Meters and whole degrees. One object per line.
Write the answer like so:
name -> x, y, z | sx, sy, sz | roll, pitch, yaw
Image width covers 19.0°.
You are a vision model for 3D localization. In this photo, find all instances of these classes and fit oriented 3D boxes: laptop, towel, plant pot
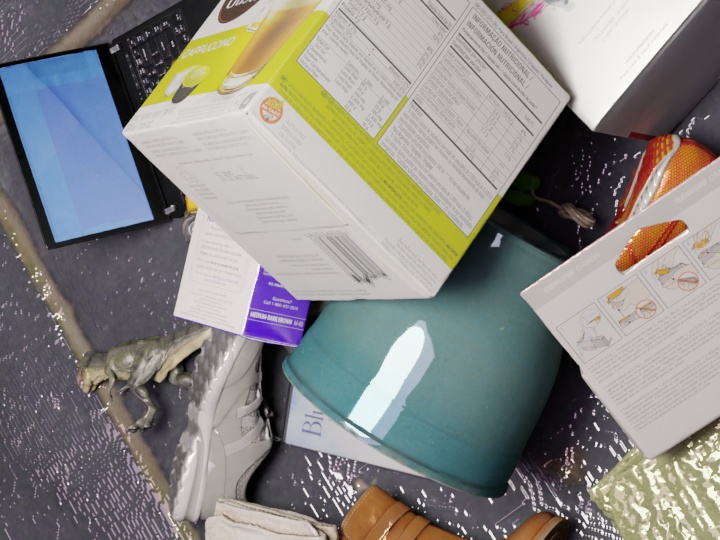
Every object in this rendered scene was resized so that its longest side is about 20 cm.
laptop -> -0.195, -0.136, 1.867 | 0.200, 0.103, 0.177 | -25, 79, 27
towel -> 0.280, 0.203, 1.642 | 0.148, 0.036, 0.200 | -42, 70, 22
plant pot -> 0.071, 0.042, 1.655 | 0.200, 0.200, 0.188 | 34, 100, 25
towel -> -0.072, 0.294, 1.810 | 0.132, 0.034, 0.200 | 7, 108, 36

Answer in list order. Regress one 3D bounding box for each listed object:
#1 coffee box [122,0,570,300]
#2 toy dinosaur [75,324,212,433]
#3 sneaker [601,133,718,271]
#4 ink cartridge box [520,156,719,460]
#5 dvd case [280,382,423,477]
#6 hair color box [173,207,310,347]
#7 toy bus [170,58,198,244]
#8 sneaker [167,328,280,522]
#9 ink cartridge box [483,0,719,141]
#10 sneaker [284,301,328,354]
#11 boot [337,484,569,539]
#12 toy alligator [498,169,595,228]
coffee box -> -0.011, -0.115, 1.570 | 0.198, 0.200, 0.200 | -55, 25, -20
toy dinosaur -> -0.174, 0.092, 1.892 | 0.200, 0.047, 0.088 | -20, 74, 24
sneaker -> 0.218, -0.009, 1.657 | 0.077, 0.073, 0.200 | 25, 119, -9
ink cartridge box -> 0.245, 0.019, 1.586 | 0.200, 0.045, 0.176 | -34, 109, 13
dvd case -> 0.030, 0.094, 1.791 | 0.200, 0.018, 0.143 | 11, 96, 29
hair color box -> -0.078, -0.047, 1.725 | 0.109, 0.065, 0.200 | 13, 92, 54
toy bus -> -0.116, -0.080, 1.811 | 0.078, 0.065, 0.200 | -7, 101, -1
sneaker -> -0.106, 0.124, 1.844 | 0.075, 0.082, 0.200 | -121, 45, -66
ink cartridge box -> 0.182, -0.218, 1.633 | 0.200, 0.145, 0.145 | 48, 111, 21
sneaker -> 0.000, 0.000, 1.751 | 0.200, 0.074, 0.081 | -44, 50, 28
boot -> 0.065, 0.229, 1.750 | 0.155, 0.077, 0.200 | 49, 119, 24
toy alligator -> 0.099, -0.072, 1.728 | 0.200, 0.059, 0.054 | 38, 108, 24
